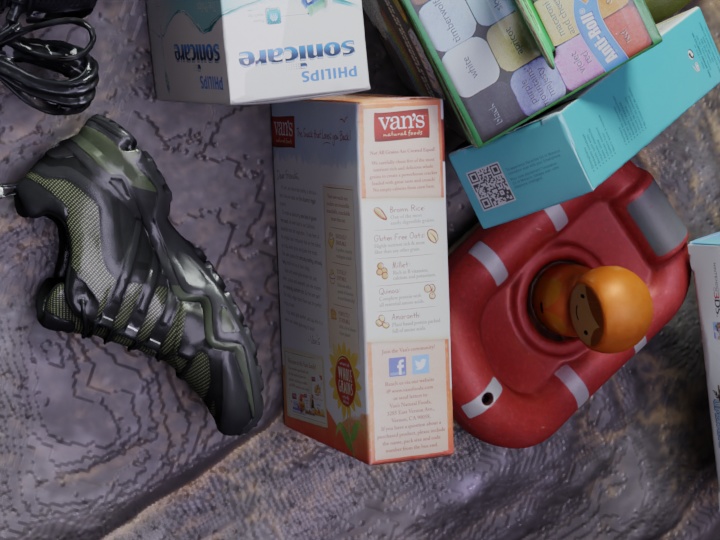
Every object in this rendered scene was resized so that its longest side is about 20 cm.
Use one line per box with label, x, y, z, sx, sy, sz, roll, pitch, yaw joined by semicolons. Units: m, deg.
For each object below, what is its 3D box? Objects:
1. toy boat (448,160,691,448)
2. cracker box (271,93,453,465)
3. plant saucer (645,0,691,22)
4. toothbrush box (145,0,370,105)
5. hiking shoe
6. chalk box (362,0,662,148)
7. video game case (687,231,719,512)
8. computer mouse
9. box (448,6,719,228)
toy boat;0.129;0.021;1.209;0.200;0.131;0.131;-42;109;-14
cracker box;0.000;0.000;1.149;0.057;0.134;0.202;-5;98;-22
plant saucer;0.166;-0.252;1.253;0.198;0.031;0.202;-2;96;-24
toothbrush box;-0.066;-0.194;1.095;0.085;0.146;0.202;-8;97;-21
hiking shoe;-0.131;0.017;1.137;0.100;0.076;0.201;-31;98;-9
chalk box;0.079;-0.157;1.120;0.123;0.200;0.125;-29;106;-4
video game case;0.302;0.049;1.303;0.199;0.045;0.183;-18;102;-39
computer mouse;-0.179;-0.199;1.091;0.138;0.053;0.201;22;95;-6
box;0.139;-0.093;1.177;0.200;0.082;0.049;-37;104;-49
